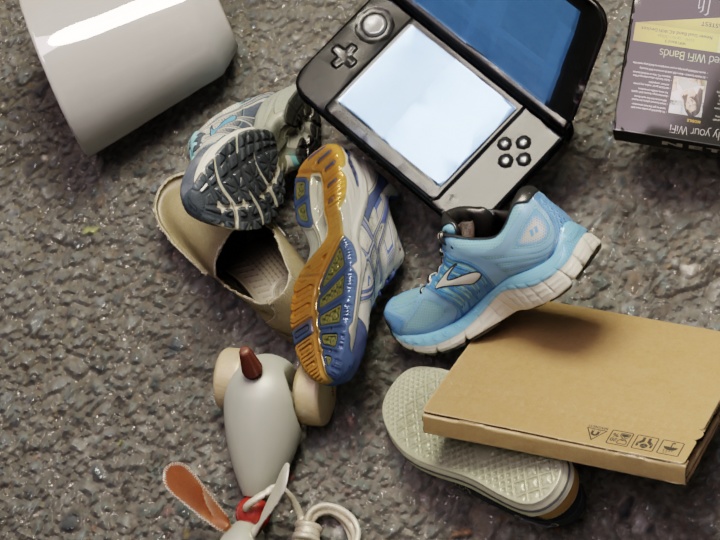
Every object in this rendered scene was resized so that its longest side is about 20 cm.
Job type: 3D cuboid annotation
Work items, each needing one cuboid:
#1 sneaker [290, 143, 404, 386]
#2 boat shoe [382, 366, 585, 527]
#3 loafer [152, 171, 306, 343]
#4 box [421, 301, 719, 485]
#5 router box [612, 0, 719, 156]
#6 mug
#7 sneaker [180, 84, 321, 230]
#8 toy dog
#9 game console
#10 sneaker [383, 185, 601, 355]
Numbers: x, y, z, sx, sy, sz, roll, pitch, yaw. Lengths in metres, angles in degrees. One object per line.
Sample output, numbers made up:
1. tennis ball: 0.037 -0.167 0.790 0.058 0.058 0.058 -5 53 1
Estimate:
1. sneaker: 0.000 0.000 1.713 0.075 0.088 0.202 -25 52 41
2. boat shoe: 0.089 0.132 1.639 0.199 0.062 0.075 28 80 45
3. loafer: -0.096 -0.022 1.775 0.200 0.067 0.076 37 83 30
4. box: 0.165 0.081 1.607 0.198 0.021 0.164 9 35 25
5. router box: 0.295 -0.161 1.651 0.198 0.052 0.159 10 86 9
6. mug: -0.192 -0.209 1.861 0.152 0.150 0.188 -23 66 0
7. sneaker: -0.101 -0.083 1.764 0.086 0.078 0.200 -5 20 25
8. toy dog: -0.082 0.137 1.678 0.131 0.096 0.202 -16 61 13
9. game console: 0.062 -0.161 1.669 0.200 0.119 0.172 41 80 23
10. sneaker: 0.085 -0.008 1.645 0.199 0.090 0.078 -30 13 42
